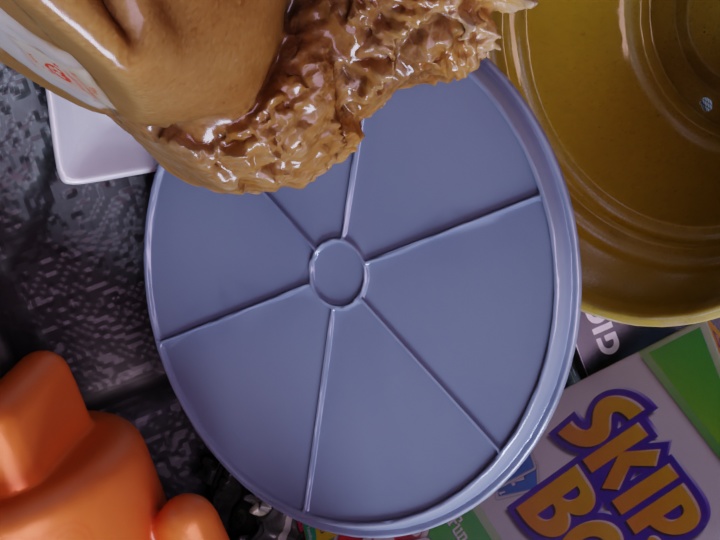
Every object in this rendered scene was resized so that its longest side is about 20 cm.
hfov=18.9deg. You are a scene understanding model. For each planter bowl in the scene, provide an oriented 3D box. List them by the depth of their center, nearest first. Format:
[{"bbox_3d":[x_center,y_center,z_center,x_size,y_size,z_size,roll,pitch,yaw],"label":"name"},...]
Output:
[{"bbox_3d":[0.117,-0.086,0.779,0.083,0.200,0.201,-15,109,-46],"label":"planter bowl"}]

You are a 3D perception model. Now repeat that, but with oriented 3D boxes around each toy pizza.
[{"bbox_3d":[0.000,0.000,0.819,0.032,0.200,0.201,-8,108,-54],"label":"toy pizza"}]

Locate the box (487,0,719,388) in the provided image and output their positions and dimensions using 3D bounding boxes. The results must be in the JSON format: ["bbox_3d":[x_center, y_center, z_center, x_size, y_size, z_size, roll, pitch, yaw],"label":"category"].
[{"bbox_3d":[0.121,-0.070,0.867,0.158,0.046,0.201,-22,93,-10],"label":"box"}]

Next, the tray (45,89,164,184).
[{"bbox_3d":[-0.032,-0.103,0.874,0.199,0.022,0.108,-10,104,-14],"label":"tray"}]

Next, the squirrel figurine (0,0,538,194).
[{"bbox_3d":[-0.039,-0.134,0.739,0.200,0.141,0.187,37,79,-24],"label":"squirrel figurine"}]

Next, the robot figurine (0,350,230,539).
[{"bbox_3d":[-0.122,0.135,0.853,0.143,0.117,0.201,-23,107,-15],"label":"robot figurine"}]

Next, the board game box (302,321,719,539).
[{"bbox_3d":[0.075,0.096,0.809,0.200,0.096,0.030,-27,143,15],"label":"board game box"}]

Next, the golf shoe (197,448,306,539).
[{"bbox_3d":[-0.001,0.051,0.901,0.088,0.077,0.201,16,104,-34],"label":"golf shoe"}]
